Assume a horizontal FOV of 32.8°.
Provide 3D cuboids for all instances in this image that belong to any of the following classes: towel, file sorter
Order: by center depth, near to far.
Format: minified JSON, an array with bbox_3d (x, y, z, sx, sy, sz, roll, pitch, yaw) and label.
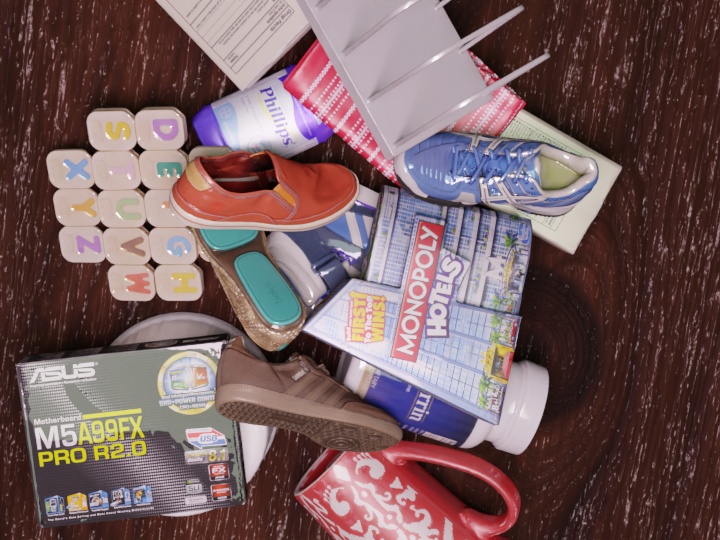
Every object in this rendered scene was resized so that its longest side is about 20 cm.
[{"bbox_3d":[0.052,-0.227,1.068,0.138,0.124,0.201,-32,95,-33],"label":"file sorter"},{"bbox_3d":[0.042,-0.170,1.173,0.200,0.022,0.145,39,94,-8],"label":"towel"}]

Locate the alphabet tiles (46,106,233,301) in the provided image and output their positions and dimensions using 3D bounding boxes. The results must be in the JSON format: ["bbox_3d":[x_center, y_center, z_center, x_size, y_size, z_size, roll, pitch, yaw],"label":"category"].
[{"bbox_3d":[-0.212,-0.063,1.211,0.194,0.015,0.201,1,113,9],"label":"alphabet tiles"}]

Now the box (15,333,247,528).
[{"bbox_3d":[-0.213,0.151,1.160,0.199,0.044,0.161,-6,98,-3],"label":"box"}]

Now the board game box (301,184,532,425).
[{"bbox_3d":[0.049,0.025,1.148,0.199,0.062,0.201,12,86,-7],"label":"board game box"}]

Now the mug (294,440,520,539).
[{"bbox_3d":[0.053,0.242,1.252,0.200,0.133,0.178,44,87,-3],"label":"mug"}]

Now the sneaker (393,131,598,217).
[{"bbox_3d":[0.127,-0.098,1.133,0.199,0.077,0.076,3,78,-18],"label":"sneaker"}]

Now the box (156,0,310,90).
[{"bbox_3d":[-0.121,-0.296,1.150,0.200,0.109,0.128,46,133,-9],"label":"box"}]

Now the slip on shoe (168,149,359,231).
[{"bbox_3d":[-0.080,-0.079,1.136,0.199,0.074,0.061,-4,140,-36],"label":"slip on shoe"}]

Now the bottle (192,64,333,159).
[{"bbox_3d":[-0.064,-0.160,1.217,0.199,0.065,0.084,-25,97,0],"label":"bottle"}]

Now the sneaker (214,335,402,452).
[{"bbox_3d":[-0.043,0.114,1.148,0.199,0.070,0.076,20,55,-31],"label":"sneaker"}]

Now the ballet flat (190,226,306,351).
[{"bbox_3d":[-0.115,-0.006,1.143,0.070,0.065,0.201,-13,58,-24],"label":"ballet flat"}]

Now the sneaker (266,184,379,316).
[{"bbox_3d":[0.000,0.000,1.218,0.199,0.081,0.147,25,76,2],"label":"sneaker"}]

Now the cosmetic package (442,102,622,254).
[{"bbox_3d":[0.148,-0.110,1.234,0.199,0.071,0.106,30,94,-7],"label":"cosmetic package"}]

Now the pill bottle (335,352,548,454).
[{"bbox_3d":[0.081,0.112,1.237,0.199,0.116,0.116,18,96,-6],"label":"pill bottle"}]

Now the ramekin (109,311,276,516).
[{"bbox_3d":[-0.181,0.148,1.234,0.199,0.098,0.202,0,97,-4],"label":"ramekin"}]
